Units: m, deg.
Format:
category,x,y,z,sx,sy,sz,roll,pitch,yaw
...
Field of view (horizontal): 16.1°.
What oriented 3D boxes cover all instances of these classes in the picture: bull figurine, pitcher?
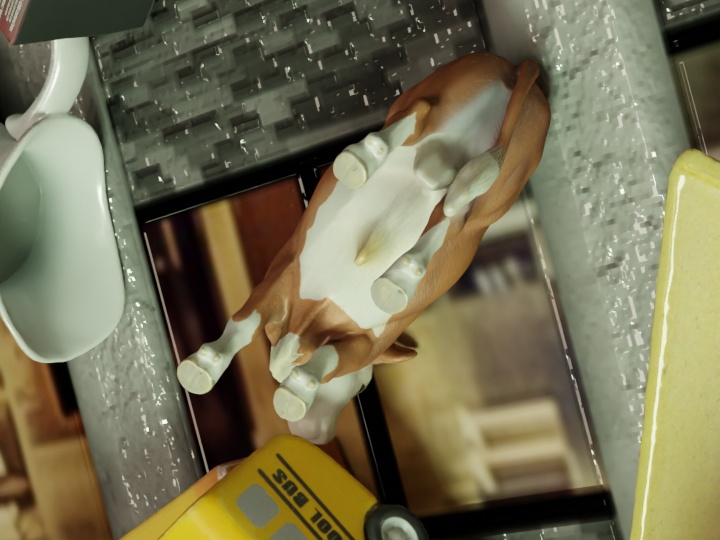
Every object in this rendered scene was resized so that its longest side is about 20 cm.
category,x,y,z,sx,sy,sz,roll,pitch,yaw
bull figurine,0.000,0.000,0.959,0.065,0.121,0.200,37,125,6
pitcher,-0.203,-0.058,1.173,0.200,0.121,0.172,12,101,35

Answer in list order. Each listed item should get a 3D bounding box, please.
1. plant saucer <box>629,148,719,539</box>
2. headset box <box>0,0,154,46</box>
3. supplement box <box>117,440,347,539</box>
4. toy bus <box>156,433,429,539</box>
category,x,y,z,sx,sy,sz,roll,pitch,yaw
plant saucer,0.169,0.079,0.817,0.200,0.048,0.201,31,124,51
headset box,-0.138,-0.204,1.077,0.200,0.077,0.149,52,134,27
supplement box,-0.075,0.142,1.119,0.200,0.069,0.067,-37,73,46
toy bus,0.012,0.157,0.982,0.200,0.078,0.065,48,134,4
